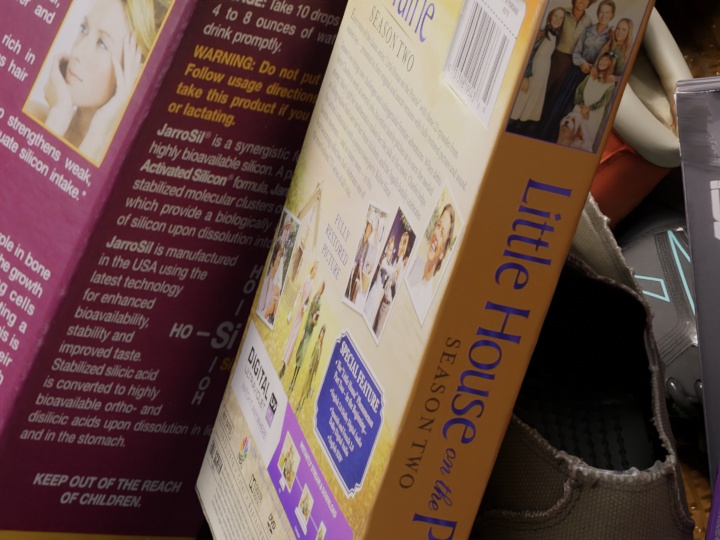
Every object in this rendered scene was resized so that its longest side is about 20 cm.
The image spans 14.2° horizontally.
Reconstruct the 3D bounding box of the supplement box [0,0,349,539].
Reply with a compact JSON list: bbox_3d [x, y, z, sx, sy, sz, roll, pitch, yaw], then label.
[{"bbox_3d":[-0.086,-0.026,0.840,0.131,0.200,0.103,37,18,37],"label":"supplement box"}]

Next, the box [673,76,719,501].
[{"bbox_3d":[0.178,0.035,0.840,0.157,0.201,0.050,-4,8,8],"label":"box"}]

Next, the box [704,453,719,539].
[{"bbox_3d":[0.166,0.136,0.742,0.039,0.200,0.137,-35,25,39],"label":"box"}]

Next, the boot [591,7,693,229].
[{"bbox_3d":[0.047,-0.104,0.998,0.075,0.107,0.200,-22,81,-44],"label":"boot"}]

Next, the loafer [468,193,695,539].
[{"bbox_3d":[0.051,0.015,0.765,0.075,0.070,0.200,-1,42,-16],"label":"loafer"}]

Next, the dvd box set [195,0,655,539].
[{"bbox_3d":[0.010,-0.001,0.723,0.029,0.200,0.146,12,17,-18],"label":"dvd box set"}]

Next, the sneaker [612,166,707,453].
[{"bbox_3d":[0.140,0.037,0.948,0.079,0.075,0.200,-37,38,-13],"label":"sneaker"}]
